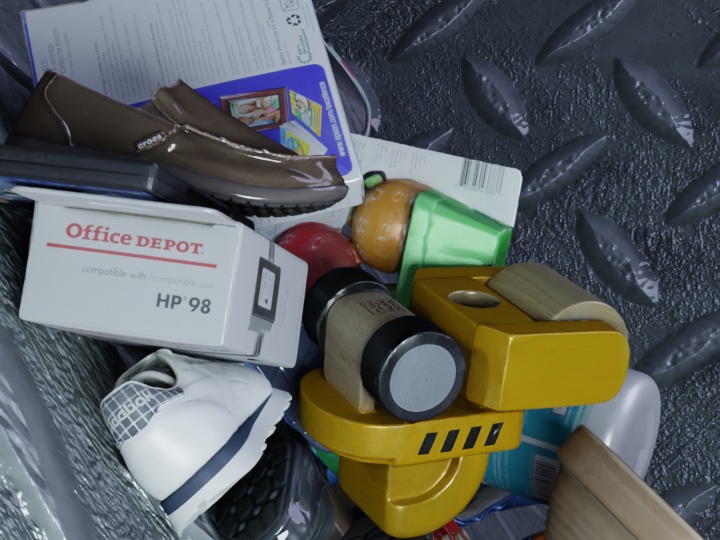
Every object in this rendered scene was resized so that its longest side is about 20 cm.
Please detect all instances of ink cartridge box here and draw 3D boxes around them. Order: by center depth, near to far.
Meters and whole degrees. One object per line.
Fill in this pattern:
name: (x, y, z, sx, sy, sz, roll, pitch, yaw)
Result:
ink cartridge box: (-0.109, 0.007, 0.954, 0.200, 0.116, 0.067, 32, 65, -76)
ink cartridge box: (-0.115, -0.110, 1.180, 0.043, 0.200, 0.198, 90, -13, -58)

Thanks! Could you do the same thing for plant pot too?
plant pot: (0.175, 0.194, 1.055, 0.201, 0.093, 0.201, 44, 0, 0)

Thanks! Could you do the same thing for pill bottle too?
pill bottle: (0.107, 0.102, 1.267, 0.200, 0.111, 0.111, 17, -13, 25)

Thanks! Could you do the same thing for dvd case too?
dvd case: (-0.149, -0.042, 0.959, 0.200, 0.142, 0.018, 34, 63, -77)

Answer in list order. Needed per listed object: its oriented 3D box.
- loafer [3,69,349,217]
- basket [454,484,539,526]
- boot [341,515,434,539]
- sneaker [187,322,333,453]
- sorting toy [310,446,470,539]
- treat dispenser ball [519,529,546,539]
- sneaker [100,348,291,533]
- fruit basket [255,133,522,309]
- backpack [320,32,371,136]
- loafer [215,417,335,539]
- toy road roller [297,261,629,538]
loafer: (-0.102, -0.076, 1.010, 0.200, 0.071, 0.073, 10, -5, -9)
basket: (0.104, 0.165, 1.716, 0.176, 0.139, 0.200, 54, -26, 5)
boot: (0.042, 0.251, 1.106, 0.138, 0.077, 0.200, 57, 16, -26)
sneaker: (-0.077, 0.046, 1.140, 0.200, 0.074, 0.082, 42, -28, -18)
sorting toy: (0.007, 0.166, 1.301, 0.200, 0.070, 0.199, 56, 5, 11)
treat dispenser ball: (0.157, 0.276, 1.207, 0.201, 0.201, 0.201, 54, 5, -7)
sneaker: (-0.093, 0.075, 0.972, 0.080, 0.076, 0.200, 44, 4, -4)
fruit basket: (0.000, 0.000, 1.213, 0.200, 0.186, 0.094, 13, 7, 18)
backpack: (-0.098, -0.125, 1.316, 0.200, 0.177, 0.151, 49, -41, 15)
loafer: (-0.043, 0.135, 1.029, 0.070, 0.068, 0.201, 46, 2, -10)
toy road roller: (0.057, 0.080, 1.092, 0.123, 0.200, 0.146, -142, -128, -58)
